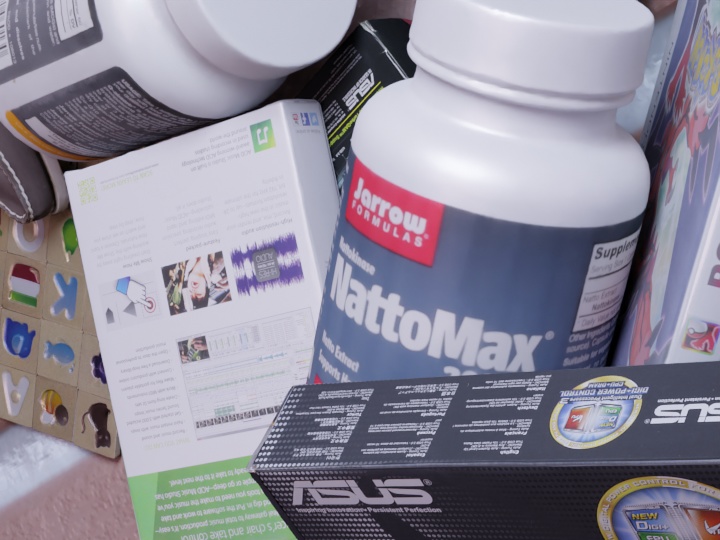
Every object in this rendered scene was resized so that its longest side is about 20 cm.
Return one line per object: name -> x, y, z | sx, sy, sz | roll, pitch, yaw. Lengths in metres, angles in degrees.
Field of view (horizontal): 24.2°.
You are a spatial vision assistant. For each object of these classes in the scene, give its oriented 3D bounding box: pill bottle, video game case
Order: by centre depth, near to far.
video game case -> 0.128, -0.034, 0.653 | 0.023, 0.200, 0.183 | 13, 104, -1
pill bottle -> 0.049, -0.013, 0.666 | 0.119, 0.119, 0.201 | 24, 115, 31
pill bottle -> -0.097, -0.123, 0.809 | 0.200, 0.116, 0.117 | -10, 89, 51

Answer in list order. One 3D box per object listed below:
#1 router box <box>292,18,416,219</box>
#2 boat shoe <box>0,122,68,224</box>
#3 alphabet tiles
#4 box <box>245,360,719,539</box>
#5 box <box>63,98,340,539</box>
router box -> 0.000, 0.000, 0.814 | 0.200, 0.062, 0.150 | -45, 70, 29
boat shoe -> -0.241, -0.102, 0.928 | 0.200, 0.059, 0.072 | 54, 146, -7
alphabet tiles -> -0.167, -0.001, 0.963 | 0.166, 0.006, 0.201 | 13, 101, 33
box -> 0.081, 0.104, 0.587 | 0.199, 0.044, 0.160 | -5, 131, 35
box -> -0.062, 0.033, 0.801 | 0.144, 0.036, 0.201 | -13, 86, 35
